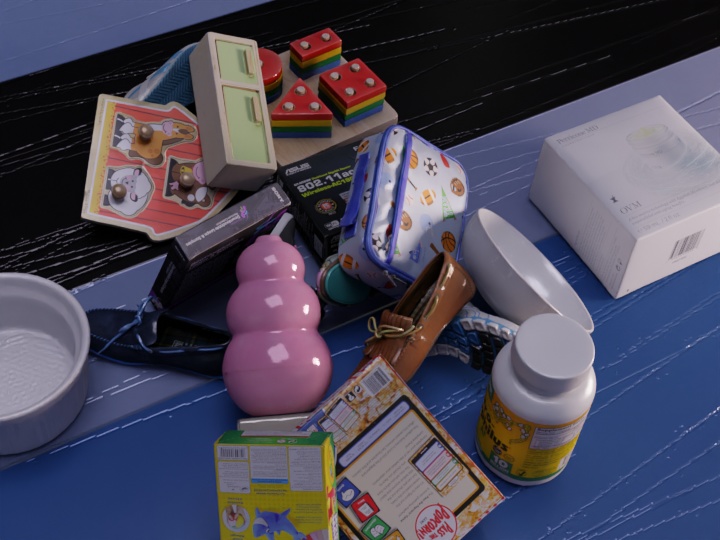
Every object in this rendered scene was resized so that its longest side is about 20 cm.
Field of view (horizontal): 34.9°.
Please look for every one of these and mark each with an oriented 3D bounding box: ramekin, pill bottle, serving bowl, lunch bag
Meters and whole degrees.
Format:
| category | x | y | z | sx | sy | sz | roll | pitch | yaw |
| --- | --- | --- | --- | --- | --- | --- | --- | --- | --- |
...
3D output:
| category | x | y | z | sx | sy | sz | roll | pitch | yaw |
| --- | --- | --- | --- | --- | --- | --- | --- | --- | --- |
| ramekin | -0.401 | 0.109 | 1.287 | 0.200 | 0.098 | 0.201 | 3 | 50 | -3 |
| pill bottle | 0.193 | 0.140 | 1.247 | 0.112 | 0.200 | 0.113 | 3 | 51 | -3 |
| serving bowl | 0.190 | 0.018 | 1.386 | 0.066 | 0.200 | 0.200 | -43 | 56 | 17 |
| lunch bag | 0.050 | -0.064 | 1.369 | 0.160 | 0.075 | 0.201 | 29 | 59 | -36 |

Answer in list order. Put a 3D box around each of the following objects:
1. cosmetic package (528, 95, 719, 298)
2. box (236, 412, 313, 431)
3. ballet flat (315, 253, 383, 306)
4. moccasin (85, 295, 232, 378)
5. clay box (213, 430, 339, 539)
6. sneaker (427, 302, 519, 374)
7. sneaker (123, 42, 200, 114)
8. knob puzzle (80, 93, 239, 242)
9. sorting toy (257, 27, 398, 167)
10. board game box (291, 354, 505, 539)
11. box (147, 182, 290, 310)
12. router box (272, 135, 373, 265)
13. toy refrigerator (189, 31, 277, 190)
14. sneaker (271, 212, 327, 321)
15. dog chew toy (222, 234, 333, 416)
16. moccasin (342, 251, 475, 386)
| category | x | y | z | sx | sy | sz | roll | pitch | yaw |
| --- | --- | --- | --- | --- | --- | --- | --- | --- | --- |
| cosmetic package | 0.366 | -0.102 | 1.510 | 0.199 | 0.123 | 0.200 | -22 | 55 | -21 |
| box | -0.034 | 0.188 | 1.255 | 0.199 | 0.082 | 0.069 | -4 | 83 | -7 |
| ballet flat | 0.000 | 0.000 | 1.410 | 0.071 | 0.069 | 0.200 | 21 | 23 | 38 |
| moccasin | -0.236 | 0.069 | 1.351 | 0.199 | 0.068 | 0.081 | 8 | 51 | 2 |
| clay box | -0.081 | 0.263 | 1.151 | 0.115 | 0.201 | 0.048 | 0 | 11 | 11 |
| sneaker | 0.130 | 0.065 | 1.362 | 0.200 | 0.075 | 0.087 | 12 | 35 | 32 |
| sneaker | -0.272 | -0.250 | 1.590 | 0.081 | 0.077 | 0.200 | 11 | 50 | 47 |
| knob puzzle | -0.252 | -0.133 | 1.491 | 0.219 | 0.030 | 0.220 | 6 | 71 | -19 |
| sorting toy | -0.080 | -0.256 | 1.628 | 0.198 | 0.070 | 0.200 | -27 | 58 | -24 |
| board game box | 0.028 | 0.212 | 1.196 | 0.151 | 0.046 | 0.200 | -40 | 89 | -10 |
| box | -0.170 | -0.023 | 1.351 | 0.143 | 0.200 | 0.036 | -32 | 84 | -27 |
| router box | 0.006 | -0.098 | 1.503 | 0.200 | 0.062 | 0.150 | -21 | 48 | -21 |
| toy refrigerator | -0.169 | -0.212 | 1.519 | 0.076 | 0.070 | 0.201 | 5 | 63 | -33 |
| sneaker | -0.085 | 0.017 | 1.414 | 0.099 | 0.071 | 0.200 | 18 | 49 | -3 |
| dog chew toy | -0.096 | 0.061 | 1.285 | 0.124 | 0.125 | 0.201 | -4 | 83 | -8 |
| moccasin | 0.048 | 0.066 | 1.285 | 0.201 | 0.078 | 0.074 | -48 | 31 | -7 |
